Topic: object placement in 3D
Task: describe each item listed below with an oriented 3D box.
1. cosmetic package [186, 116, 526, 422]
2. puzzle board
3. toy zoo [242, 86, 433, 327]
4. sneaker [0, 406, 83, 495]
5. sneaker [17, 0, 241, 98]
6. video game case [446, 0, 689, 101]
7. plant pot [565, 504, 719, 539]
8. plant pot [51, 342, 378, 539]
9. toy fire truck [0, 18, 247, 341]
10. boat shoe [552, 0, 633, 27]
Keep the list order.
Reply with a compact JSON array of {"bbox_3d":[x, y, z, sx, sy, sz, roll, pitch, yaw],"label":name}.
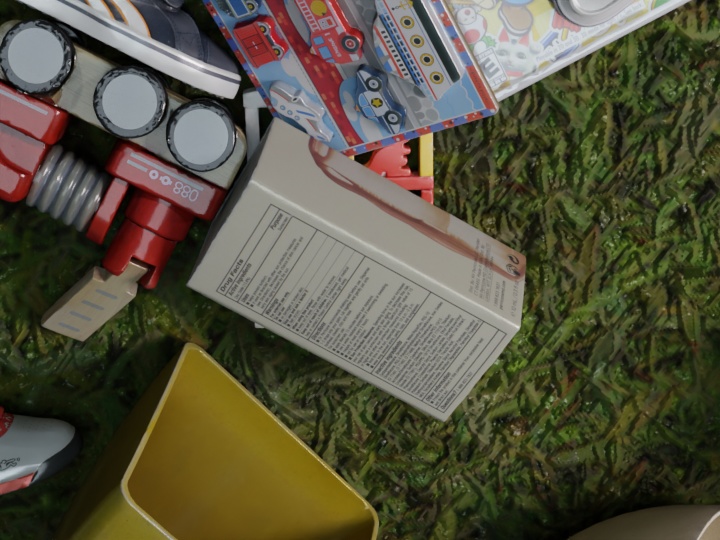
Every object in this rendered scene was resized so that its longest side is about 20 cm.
[{"bbox_3d":[0.000,0.000,0.984,0.199,0.087,0.103,29,124,-11],"label":"cosmetic package"},{"bbox_3d":[-0.021,-0.159,0.926,0.150,0.017,0.200,-13,124,31],"label":"puzzle board"},{"bbox_3d":[-0.014,-0.059,1.032,0.130,0.020,0.201,-1,108,-1],"label":"toy zoo"},{"bbox_3d":[-0.306,0.106,1.054,0.200,0.067,0.108,-11,110,5],"label":"sneaker"},{"bbox_3d":[-0.156,-0.184,0.960,0.199,0.078,0.080,27,94,-16],"label":"sneaker"},{"bbox_3d":[0.129,-0.233,0.980,0.199,0.023,0.183,-27,106,7],"label":"video game case"},{"bbox_3d":[0.192,0.260,1.068,0.134,0.200,0.201,5,111,34],"label":"plant pot"},{"bbox_3d":[-0.127,0.210,1.034,0.176,0.200,0.200,-40,105,22],"label":"plant pot"},{"bbox_3d":[-0.190,-0.049,0.993,0.175,0.129,0.201,26,95,-9],"label":"toy fire truck"},{"bbox_3d":[0.181,-0.230,0.917,0.073,0.065,0.200,25,121,-9],"label":"boat shoe"}]
